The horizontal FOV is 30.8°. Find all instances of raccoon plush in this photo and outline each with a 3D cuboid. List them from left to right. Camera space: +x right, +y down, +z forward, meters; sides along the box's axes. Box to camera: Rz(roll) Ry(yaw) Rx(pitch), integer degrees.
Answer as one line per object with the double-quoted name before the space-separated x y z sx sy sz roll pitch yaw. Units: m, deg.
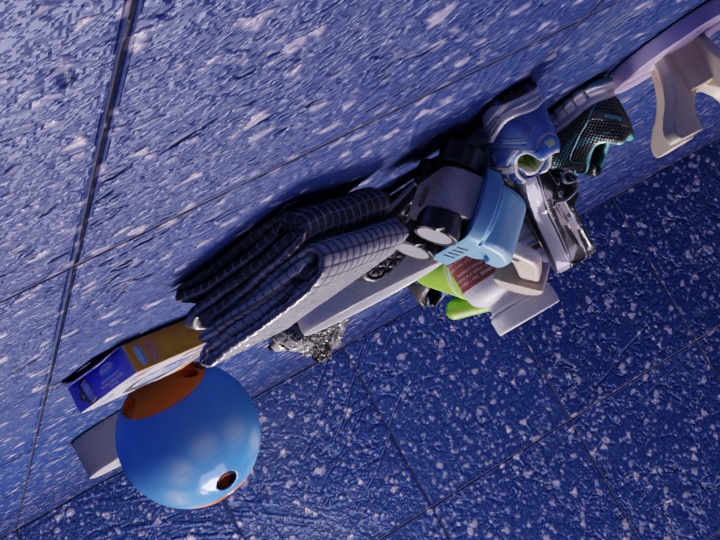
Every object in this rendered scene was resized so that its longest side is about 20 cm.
"raccoon plush" -0.061 0.042 1.884 0.201 0.096 0.134 -58 165 -11

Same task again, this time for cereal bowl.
"cereal bowl" 0.000 0.000 1.621 0.199 0.084 0.200 -27 175 -3

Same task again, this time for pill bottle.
"pill bottle" 0.154 -0.029 1.575 0.112 0.201 0.112 -29 174 -3

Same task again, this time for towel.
"towel" -0.071 -0.001 1.294 0.200 0.086 0.165 -36 174 32

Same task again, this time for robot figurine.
"robot figurine" 0.134 -0.025 1.732 0.115 0.177 0.199 -30 -154 -25

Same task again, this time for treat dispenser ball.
"treat dispenser ball" -0.237 0.226 1.802 0.200 0.202 0.201 -30 174 -3

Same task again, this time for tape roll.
"tape roll" -0.368 0.262 2.134 0.199 0.066 0.200 -30 173 -4

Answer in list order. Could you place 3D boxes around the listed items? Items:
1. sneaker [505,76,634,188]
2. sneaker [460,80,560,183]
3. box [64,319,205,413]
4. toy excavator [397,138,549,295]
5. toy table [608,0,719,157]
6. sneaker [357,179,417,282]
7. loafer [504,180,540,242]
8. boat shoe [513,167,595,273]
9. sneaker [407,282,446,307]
"sneaker" 0.249 -0.143 1.573 0.077 0.092 0.200 -26 169 -42
"sneaker" 0.149 -0.119 1.358 0.075 0.077 0.200 -29 170 -15
"box" -0.247 0.105 1.518 0.119 0.042 0.200 -35 175 38
"toy excavator" 0.136 -0.035 1.384 0.101 0.199 0.194 -70 -168 -17
"toy table" 0.388 -0.223 1.519 0.183 0.118 0.200 -27 174 -29
"sneaker" 0.044 -0.070 1.465 0.199 0.072 0.083 -37 -146 -11
"loafer" 0.213 -0.085 1.696 0.063 0.072 0.201 -33 -154 30
"boat shoe" 0.225 -0.090 1.533 0.068 0.200 0.074 -27 -156 1
"sneaker" 0.082 0.009 1.981 0.073 0.112 0.200 -28 174 -6
